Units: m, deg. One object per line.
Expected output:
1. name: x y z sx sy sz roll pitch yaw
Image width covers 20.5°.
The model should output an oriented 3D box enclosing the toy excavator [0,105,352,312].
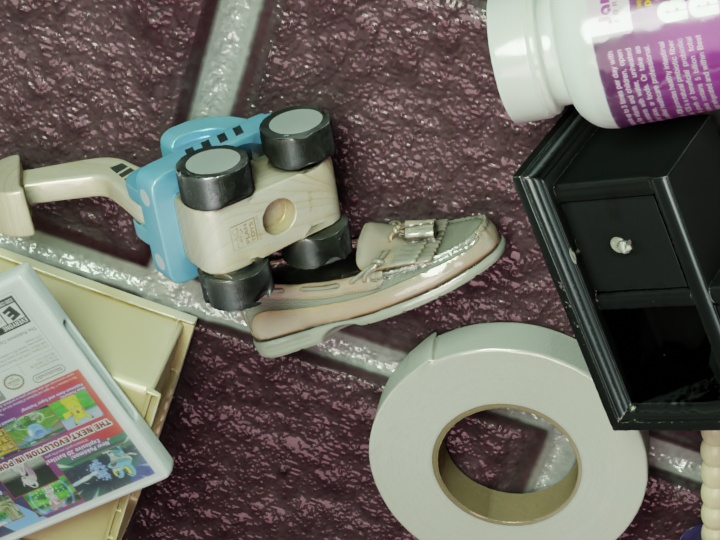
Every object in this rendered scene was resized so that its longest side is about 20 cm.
1. toy excavator: -0.130 -0.051 1.326 0.194 0.200 0.100 -26 123 -25

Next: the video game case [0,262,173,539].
1. video game case: -0.257 0.103 1.377 0.199 0.023 0.183 -23 114 22

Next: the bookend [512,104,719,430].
1. bookend: 0.228 -0.005 1.243 0.199 0.092 0.199 -3 122 37

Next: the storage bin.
1. storage bin: -0.246 0.101 1.442 0.199 0.094 0.199 19 124 -2

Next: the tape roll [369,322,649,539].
1. tape roll: 0.106 0.128 1.423 0.202 0.037 0.204 5 123 8

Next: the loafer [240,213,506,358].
1. loafer: 0.000 0.000 1.347 0.199 0.072 0.063 -23 108 26

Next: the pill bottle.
1. pill bottle: 0.181 -0.147 1.191 0.199 0.112 0.113 -10 119 16

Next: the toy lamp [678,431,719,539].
1. toy lamp: 0.248 0.152 1.398 0.058 0.058 0.201 -1 120 12
